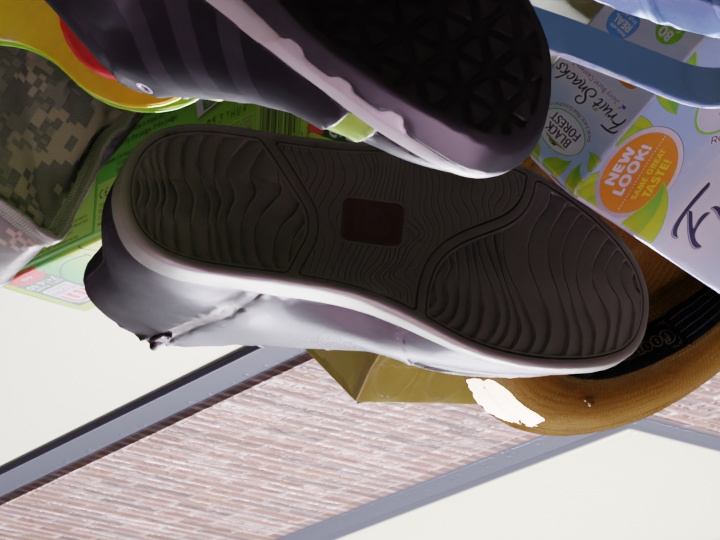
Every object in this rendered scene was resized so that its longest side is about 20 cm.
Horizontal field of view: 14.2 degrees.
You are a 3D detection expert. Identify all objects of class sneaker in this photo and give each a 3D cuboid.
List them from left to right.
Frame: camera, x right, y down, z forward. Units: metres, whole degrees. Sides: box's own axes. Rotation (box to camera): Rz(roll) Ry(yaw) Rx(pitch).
[{"bbox_3d":[-0.034,-0.081,0.847,0.200,0.072,0.083,33,145,12],"label":"sneaker"},{"bbox_3d":[0.000,0.000,1.061,0.200,0.075,0.106,15,161,-11],"label":"sneaker"}]

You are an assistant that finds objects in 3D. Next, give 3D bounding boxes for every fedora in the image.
[{"bbox_3d":[0.106,-0.028,1.171,0.200,0.082,0.201,-23,135,-25],"label":"fedora"}]

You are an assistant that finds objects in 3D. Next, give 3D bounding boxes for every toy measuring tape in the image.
[{"bbox_3d":[-0.094,-0.066,0.934,0.200,0.074,0.074,-35,143,24],"label":"toy measuring tape"}]

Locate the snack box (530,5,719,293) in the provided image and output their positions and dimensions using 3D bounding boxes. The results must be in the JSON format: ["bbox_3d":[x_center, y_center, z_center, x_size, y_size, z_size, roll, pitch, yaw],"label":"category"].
[{"bbox_3d":[0.162,-0.060,1.084,0.142,0.053,0.200,-51,140,8],"label":"snack box"}]

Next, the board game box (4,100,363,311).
[{"bbox_3d":[-0.065,-0.060,1.136,0.048,0.102,0.200,19,153,-37],"label":"board game box"}]

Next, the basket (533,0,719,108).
[{"bbox_3d":[0.081,-0.131,0.885,0.176,0.139,0.200,14,148,-15],"label":"basket"}]

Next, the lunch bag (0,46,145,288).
[{"bbox_3d":[-0.193,-0.081,1.063,0.200,0.118,0.164,38,149,-11],"label":"lunch bag"}]

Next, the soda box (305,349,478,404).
[{"bbox_3d":[0.064,0.017,1.285,0.200,0.064,0.068,4,121,-43],"label":"soda box"}]
